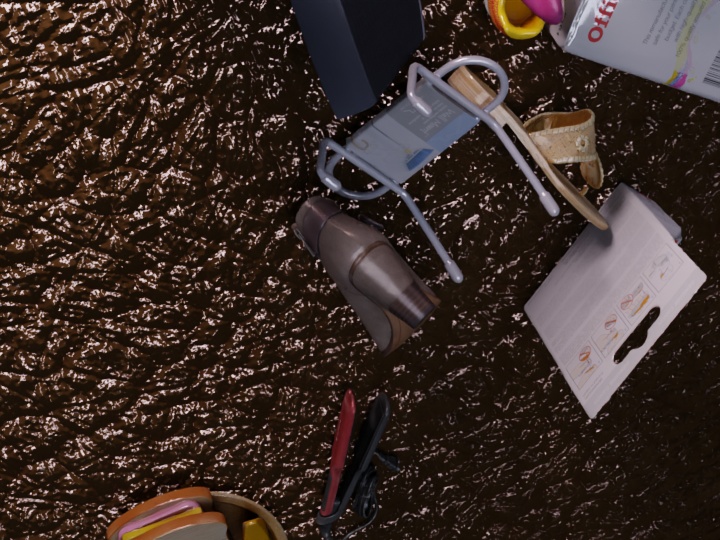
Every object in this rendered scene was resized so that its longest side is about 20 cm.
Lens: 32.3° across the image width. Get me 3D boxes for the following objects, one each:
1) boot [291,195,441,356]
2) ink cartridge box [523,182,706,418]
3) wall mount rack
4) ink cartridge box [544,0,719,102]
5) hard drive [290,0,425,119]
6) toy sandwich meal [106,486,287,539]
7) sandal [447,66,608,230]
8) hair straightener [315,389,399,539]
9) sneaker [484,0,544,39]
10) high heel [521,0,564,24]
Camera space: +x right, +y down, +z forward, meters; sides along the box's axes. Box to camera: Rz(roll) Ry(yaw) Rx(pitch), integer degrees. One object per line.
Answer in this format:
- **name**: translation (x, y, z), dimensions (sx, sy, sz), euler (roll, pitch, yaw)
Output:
- **boot**: translation (0.000, 0.000, 1.117), dimensions (0.146, 0.200, 0.070), euler (44, 77, 5)
- **ink cartridge box**: translation (0.238, 0.028, 1.124), dimensions (0.050, 0.200, 0.162), euler (27, 109, -25)
- **wall mount rack**: translation (0.065, -0.084, 1.062), dimensions (0.174, 0.075, 0.200), euler (32, 130, -28)
- **ink cartridge box**: translation (0.271, -0.231, 1.028), dimensions (0.200, 0.085, 0.145), euler (14, 116, -16)
- **hard drive**: translation (-0.006, -0.234, 0.967), dimensions (0.042, 0.135, 0.200), euler (5, 132, 30)
- **toy sandwich meal**: translation (-0.161, 0.305, 1.255), dimensions (0.205, 0.070, 0.205), euler (-6, 119, -10)
- **sandal**: translation (0.174, -0.122, 1.102), dimensions (0.212, 0.078, 0.070), euler (40, 105, -22)
- **hair straightener**: translation (0.004, 0.210, 1.260), dimensions (0.077, 0.041, 0.200), euler (4, 116, -15)
- **sneaker**: translation (0.154, -0.285, 1.010), dimensions (0.073, 0.077, 0.200), euler (3, 115, -13)
- **high heel**: translation (0.082, -0.263, 0.955), dimensions (0.096, 0.067, 0.200), euler (-22, 78, -8)
